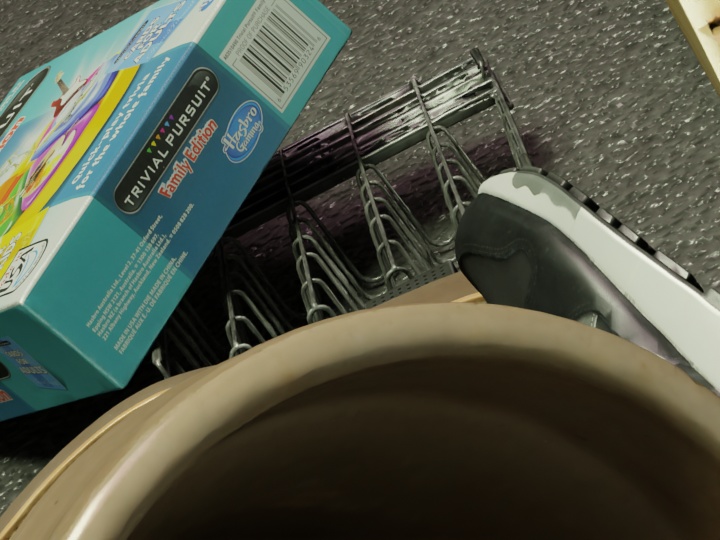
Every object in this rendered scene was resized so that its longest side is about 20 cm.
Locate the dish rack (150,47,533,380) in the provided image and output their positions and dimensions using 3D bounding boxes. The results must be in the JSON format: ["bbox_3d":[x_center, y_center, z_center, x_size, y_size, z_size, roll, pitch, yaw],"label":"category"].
[{"bbox_3d":[0.000,0.000,0.923,0.153,0.055,0.200,-26,23,5],"label":"dish rack"}]

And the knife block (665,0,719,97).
[{"bbox_3d":[0.137,-0.113,1.003,0.064,0.176,0.201,-26,70,7],"label":"knife block"}]

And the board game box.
[{"bbox_3d":[-0.103,-0.019,0.976,0.200,0.047,0.151,-17,36,58],"label":"board game box"}]

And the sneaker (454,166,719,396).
[{"bbox_3d":[0.065,0.044,0.701,0.088,0.076,0.200,-49,37,-1],"label":"sneaker"}]

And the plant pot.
[{"bbox_3d":[-0.010,0.117,0.582,0.200,0.201,0.174,-41,9,-26],"label":"plant pot"}]

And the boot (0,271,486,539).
[{"bbox_3d":[-0.020,0.068,0.785,0.199,0.074,0.076,-27,34,-2],"label":"boot"}]
